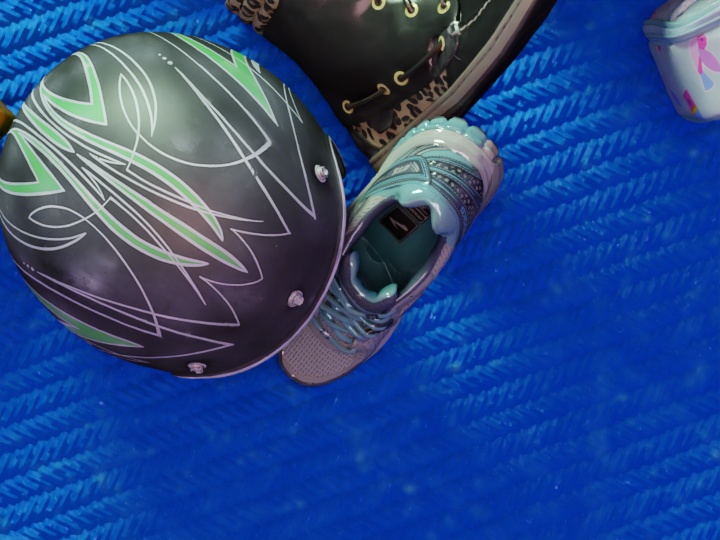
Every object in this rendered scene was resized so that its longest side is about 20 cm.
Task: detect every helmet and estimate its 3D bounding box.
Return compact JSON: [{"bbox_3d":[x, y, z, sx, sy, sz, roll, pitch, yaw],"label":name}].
[{"bbox_3d":[-0.104,-0.037,1.598,0.199,0.191,0.201,0,94,4],"label":"helmet"}]

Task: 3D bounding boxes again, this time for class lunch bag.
[{"bbox_3d":[0.262,-0.152,1.617,0.199,0.160,0.077,-25,93,1],"label":"lunch bag"}]

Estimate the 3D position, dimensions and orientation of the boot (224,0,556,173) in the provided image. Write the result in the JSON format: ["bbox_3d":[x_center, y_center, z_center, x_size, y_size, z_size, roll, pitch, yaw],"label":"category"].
[{"bbox_3d":[0.020,-0.157,1.624,0.151,0.073,0.200,43,135,3],"label":"boot"}]

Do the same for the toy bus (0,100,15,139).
[{"bbox_3d":[-0.288,-0.037,1.656,0.065,0.078,0.200,44,91,-2],"label":"toy bus"}]

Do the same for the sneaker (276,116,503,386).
[{"bbox_3d":[0.000,0.000,1.626,0.077,0.086,0.200,34,126,-2],"label":"sneaker"}]
